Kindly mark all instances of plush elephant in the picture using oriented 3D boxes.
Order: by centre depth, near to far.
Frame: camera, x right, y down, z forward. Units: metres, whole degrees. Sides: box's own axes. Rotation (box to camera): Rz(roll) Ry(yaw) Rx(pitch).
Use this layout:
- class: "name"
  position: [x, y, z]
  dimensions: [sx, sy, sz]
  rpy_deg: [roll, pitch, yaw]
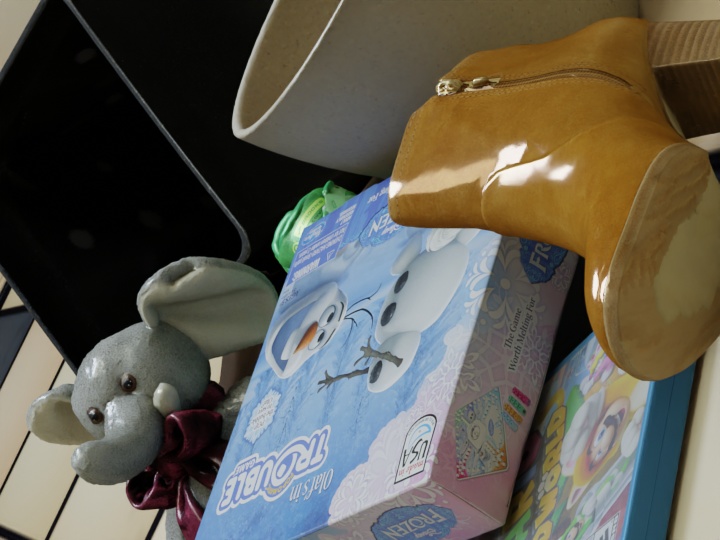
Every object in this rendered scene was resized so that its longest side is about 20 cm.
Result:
- class: "plush elephant"
  position: [-0.084, 0.088, 1.280]
  dimensions: [0.165, 0.154, 0.200]
  rpy_deg: [-55, 15, 31]

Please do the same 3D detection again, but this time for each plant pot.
- class: "plant pot"
  position: [-0.105, -0.060, 1.557]
  dimensions: [0.177, 0.200, 0.200]
  rpy_deg: [-24, -19, -43]

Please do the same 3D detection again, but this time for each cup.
- class: "cup"
  position: [0.047, -0.121, 1.211]
  dimensions: [0.201, 0.143, 0.200]
  rpy_deg: [-58, 13, 21]

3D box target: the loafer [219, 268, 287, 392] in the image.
- class: "loafer"
  position: [-0.049, 0.033, 1.449]
  dimensions: [0.200, 0.071, 0.073]
  rpy_deg: [-57, 13, 24]

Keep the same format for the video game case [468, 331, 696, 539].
- class: "video game case"
  position: [0.066, 0.097, 0.975]
  dimensions: [0.200, 0.018, 0.144]
  rpy_deg: [-49, 19, 48]

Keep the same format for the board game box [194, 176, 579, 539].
- class: "board game box"
  position: [0.014, 0.039, 1.093]
  dimensions: [0.200, 0.043, 0.200]
  rpy_deg: [-30, 36, 51]

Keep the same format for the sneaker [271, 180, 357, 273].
- class: "sneaker"
  position: [0.000, 0.000, 1.286]
  dimensions: [0.074, 0.083, 0.200]
  rpy_deg: [-65, 16, -8]

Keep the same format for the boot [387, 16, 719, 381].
- class: "boot"
  position: [0.072, -0.024, 0.944]
  dimensions: [0.143, 0.071, 0.201]
  rpy_deg: [-8, 35, 30]
